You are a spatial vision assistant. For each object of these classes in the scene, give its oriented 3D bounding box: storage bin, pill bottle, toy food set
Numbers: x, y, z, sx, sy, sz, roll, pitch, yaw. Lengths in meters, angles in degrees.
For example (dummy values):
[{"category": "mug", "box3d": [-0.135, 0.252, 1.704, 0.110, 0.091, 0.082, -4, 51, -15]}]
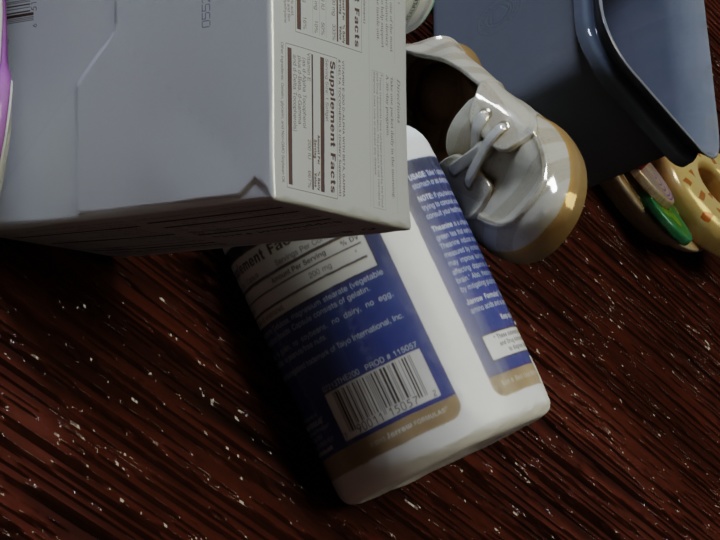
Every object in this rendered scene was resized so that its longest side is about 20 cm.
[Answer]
[{"category": "storage bin", "box3d": [0.123, -0.125, 1.686, 0.146, 0.134, 0.200, 44, 31, -33]}, {"category": "pill bottle", "box3d": [0.000, 0.000, 1.351, 0.111, 0.111, 0.200, -12, 76, -64]}, {"category": "toy food set", "box3d": [0.188, -0.099, 1.886, 0.198, 0.049, 0.200, 20, 48, -55]}]

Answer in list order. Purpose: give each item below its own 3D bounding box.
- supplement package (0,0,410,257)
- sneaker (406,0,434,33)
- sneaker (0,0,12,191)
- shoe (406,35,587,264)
[{"category": "supplement package", "box3d": [-0.072, -0.114, 1.208, 0.111, 0.156, 0.200, 12, 75, -57]}, {"category": "sneaker", "box3d": [-0.061, -0.171, 1.378, 0.200, 0.078, 0.091, 29, 30, 15]}, {"category": "sneaker", "box3d": [-0.188, -0.091, 1.151, 0.075, 0.100, 0.200, 121, -31, -71]}, {"category": "shoe", "box3d": [0.049, -0.063, 1.390, 0.053, 0.070, 0.200, 24, 15, -29]}]
